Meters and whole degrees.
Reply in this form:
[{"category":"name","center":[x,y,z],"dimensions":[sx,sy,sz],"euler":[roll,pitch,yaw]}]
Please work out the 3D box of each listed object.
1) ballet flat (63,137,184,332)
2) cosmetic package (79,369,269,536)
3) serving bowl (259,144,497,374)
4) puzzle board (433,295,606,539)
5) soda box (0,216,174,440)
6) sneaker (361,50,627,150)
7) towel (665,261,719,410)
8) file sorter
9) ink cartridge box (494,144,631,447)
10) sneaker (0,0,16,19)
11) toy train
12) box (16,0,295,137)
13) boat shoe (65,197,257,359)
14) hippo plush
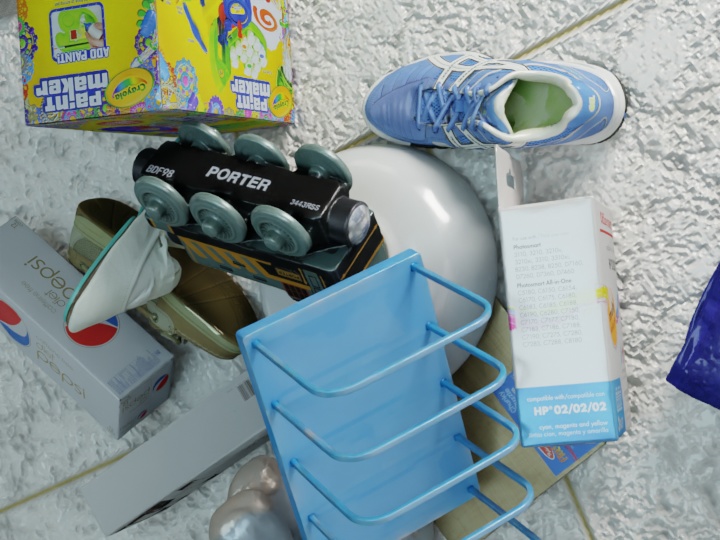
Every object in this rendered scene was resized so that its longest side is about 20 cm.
[{"category":"ballet flat","center":[-0.157,-0.024,0.984],"dimensions":[0.069,0.201,0.070],"euler":[17,144,13]},{"category":"cosmetic package","center":[-0.127,0.142,1.023],"dimensions":[0.199,0.082,0.051],"euler":[-36,82,22]},{"category":"serving bowl","center":[0.000,0.000,0.951],"dimensions":[0.198,0.066,0.202],"euler":[-2,85,29]},{"category":"puzzle board","center":[0.072,0.095,0.968],"dimensions":[0.151,0.017,0.201],"euler":[-42,78,19]},{"category":"soda box","center":[-0.250,0.047,1.067],"dimensions":[0.200,0.064,0.068],"euler":[39,145,17]},{"category":"sneaker","center":[0.089,-0.125,0.913],"dimensions":[0.198,0.077,0.077],"euler":[0,95,25]},{"category":"towel","center":[0.323,0.055,0.841],"dimensions":[0.199,0.049,0.149],"euler":[29,111,19]},{"category":"file sorter","center":[0.029,0.115,0.825],"dimensions":[0.122,0.138,0.202],"euler":[28,138,58]},{"category":"ink cartridge box","center":[0.141,0.014,0.870],"dimensions":[0.067,0.115,0.202],"euler":[-6,87,16]},{"category":"sneaker","center":[-0.311,-0.328,1.074],"dimensions":[0.115,0.080,0.200],"euler":[41,110,14]},{"category":"toy train","center":[-0.073,-0.035,0.893],"dimensions":[0.199,0.114,0.086],"euler":[15,56,30]},{"category":"box","center":[-0.149,-0.204,0.945],"dimensions":[0.121,0.200,0.195],"euler":[-3,91,24]},{"category":"boat shoe","center":[-0.167,0.016,1.040],"dimensions":[0.200,0.073,0.063],"euler":[35,117,19]},{"category":"hippo plush","center":[-0.022,0.239,0.939],"dimensions":[0.159,0.159,0.202],"euler":[-2,74,13]}]
